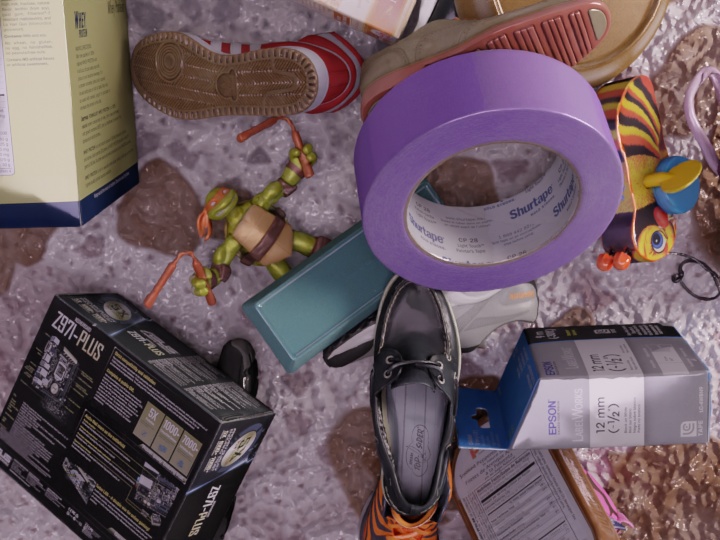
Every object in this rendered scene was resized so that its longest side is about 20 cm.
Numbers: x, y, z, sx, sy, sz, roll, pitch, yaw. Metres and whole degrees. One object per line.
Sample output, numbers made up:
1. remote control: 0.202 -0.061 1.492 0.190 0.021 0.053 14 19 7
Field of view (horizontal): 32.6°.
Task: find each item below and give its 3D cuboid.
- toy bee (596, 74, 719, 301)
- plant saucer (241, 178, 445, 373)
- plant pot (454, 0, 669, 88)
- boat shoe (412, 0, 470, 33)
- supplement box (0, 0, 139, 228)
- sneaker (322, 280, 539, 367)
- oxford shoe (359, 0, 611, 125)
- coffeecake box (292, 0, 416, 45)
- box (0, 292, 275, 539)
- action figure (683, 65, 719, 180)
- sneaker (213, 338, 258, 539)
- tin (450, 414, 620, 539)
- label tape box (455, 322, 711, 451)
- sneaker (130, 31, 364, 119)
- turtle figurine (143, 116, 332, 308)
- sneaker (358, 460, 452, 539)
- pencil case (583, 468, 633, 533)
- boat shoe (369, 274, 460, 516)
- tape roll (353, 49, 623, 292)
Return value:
1. toy bee: 0.229 -0.051 0.999 0.108 0.131 0.201 -32 84 -35
2. plant saucer: 0.000 0.000 1.027 0.199 0.019 0.070 -36 88 -19
3. plant pot: 0.168 -0.240 0.977 0.198 0.027 0.202 -4 103 -18
4. boat shoe: 0.059 -0.164 1.009 0.060 0.076 0.201 23 104 3
5. supplement box: -0.264 -0.149 0.961 0.133 0.200 0.202 -1 104 2
6. sneaker: 0.061 0.046 1.059 0.199 0.074 0.080 -22 106 7
7. oxford shoe: 0.088 -0.172 0.931 0.198 0.074 0.071 -18 140 10
8. coffeecake box: -0.030 -0.291 0.976 0.199 0.073 0.155 24 94 -3
9. box: -0.198 0.138 1.043 0.199 0.086 0.165 32 104 24
10. action figure: 0.319 -0.047 1.010 0.148 0.134 0.201 22 134 31
11. sneaker: -0.140 0.153 1.090 0.079 0.075 0.202 14 103 2
12. tin: 0.145 0.207 1.039 0.112 0.201 0.042 -38 141 15
13. label tape box: 0.177 0.094 1.026 0.198 0.143 0.067 -1 103 3
14. sneaker: -0.089 -0.164 1.027 0.199 0.112 0.072 11 108 31
15. turtle figurine: -0.082 -0.016 1.048 0.161 0.064 0.201 39 75 -14
16. sneaker: 0.037 0.219 1.077 0.077 0.112 0.202 4 103 2
17. pencil case: 0.146 0.265 1.099 0.093 0.091 0.200 36 105 -23
18. boat shoe: 0.043 0.099 0.987 0.074 0.066 0.201 6 90 1
19. tape roll: 0.096 -0.071 0.942 0.198 0.066 0.201 -5 140 -4
